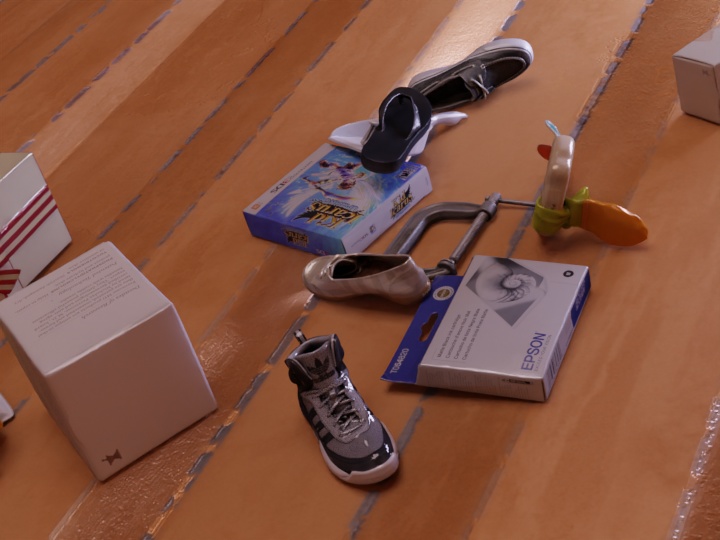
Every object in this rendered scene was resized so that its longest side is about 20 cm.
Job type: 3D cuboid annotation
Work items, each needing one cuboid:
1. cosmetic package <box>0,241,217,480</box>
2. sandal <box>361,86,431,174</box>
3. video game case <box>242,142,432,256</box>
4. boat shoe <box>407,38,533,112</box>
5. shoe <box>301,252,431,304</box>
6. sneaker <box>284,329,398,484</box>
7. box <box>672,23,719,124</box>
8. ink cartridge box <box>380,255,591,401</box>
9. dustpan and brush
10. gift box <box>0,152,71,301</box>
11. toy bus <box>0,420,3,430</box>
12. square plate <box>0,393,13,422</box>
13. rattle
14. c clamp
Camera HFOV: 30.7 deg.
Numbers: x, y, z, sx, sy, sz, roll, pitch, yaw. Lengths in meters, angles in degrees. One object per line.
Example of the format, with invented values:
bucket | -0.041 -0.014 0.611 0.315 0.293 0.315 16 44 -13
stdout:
cosmetic package | -0.303 0.103 1.549 0.166 0.168 0.200 -31 36 -18
sandal | 0.054 -0.201 1.797 0.075 0.043 0.201 9 37 9
video game case | -0.033 -0.097 1.809 0.199 0.046 0.181 16 48 41
boat shoe | 0.167 -0.279 1.958 0.199 0.072 0.071 -21 41 16
shoe | 0.000 0.000 1.627 0.199 0.053 0.070 4 51 41
sneaker | -0.028 0.140 1.407 0.075 0.114 0.200 -27 34 -11
box | 0.520 -0.289 1.762 0.199 0.095 0.078 -32 35 -21
ink cartridge box | 0.142 0.059 1.492 0.199 0.041 0.200 4 40 25
dustpan and brush | 0.071 -0.203 1.888 0.199 0.058 0.139 -3 18 -33
gift box | -0.547 -0.063 1.892 0.199 0.185 0.187 -2 35 34
toy bus | -0.528 0.190 1.563 0.199 0.136 0.192 -31 70 -15
square plate | -0.566 0.186 1.687 0.199 0.029 0.198 -32 35 -17
rattle | 0.285 -0.114 1.639 0.142 0.131 0.200 -3 18 14
c clamp | 0.117 -0.044 1.674 0.170 0.027 0.200 10 43 36
